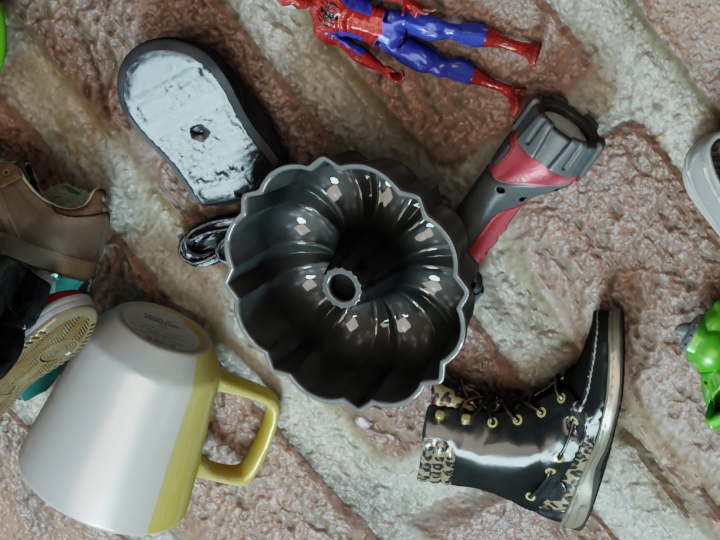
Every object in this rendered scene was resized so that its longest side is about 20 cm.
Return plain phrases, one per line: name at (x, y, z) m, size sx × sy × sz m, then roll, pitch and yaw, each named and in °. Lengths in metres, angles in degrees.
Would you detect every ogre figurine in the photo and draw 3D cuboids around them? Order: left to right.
ogre figurine at (0.318, 0.084, 1.199) m, size 0.119 × 0.098 × 0.201 m, roll -22°, pitch 114°, yaw 13°

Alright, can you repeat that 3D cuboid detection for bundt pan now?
bundt pan at (0.000, 0.000, 1.189) m, size 0.201 × 0.076 × 0.203 m, roll 9°, pitch 115°, yaw 21°

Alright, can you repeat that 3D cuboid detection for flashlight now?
flashlight at (0.107, -0.040, 1.204) m, size 0.068 × 0.068 × 0.200 m, roll 48°, pitch 124°, yaw 24°

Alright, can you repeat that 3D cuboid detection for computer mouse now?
computer mouse at (-0.118, -0.103, 1.229) m, size 0.138 × 0.053 × 0.200 m, roll -19°, pitch 122°, yaw 17°

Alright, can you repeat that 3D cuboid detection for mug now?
mug at (-0.176, 0.111, 1.312) m, size 0.149 × 0.186 × 0.154 m, roll 35°, pitch 112°, yaw 30°

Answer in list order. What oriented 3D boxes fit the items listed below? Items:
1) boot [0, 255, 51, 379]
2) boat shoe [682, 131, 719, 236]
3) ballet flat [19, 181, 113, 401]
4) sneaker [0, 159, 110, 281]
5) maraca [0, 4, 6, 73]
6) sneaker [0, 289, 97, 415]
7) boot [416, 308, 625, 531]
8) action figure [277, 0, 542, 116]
boot at (-0.333, 0.053, 1.195) m, size 0.199 × 0.066 × 0.166 m, roll 17°, pitch 90°, yaw 37°
boat shoe at (0.310, -0.019, 1.134) m, size 0.072 × 0.069 × 0.201 m, roll -31°, pitch 82°, yaw -2°
ballet flat at (-0.260, 0.013, 1.311) m, size 0.071 × 0.072 × 0.201 m, roll 25°, pitch 116°, yaw -1°
sneaker at (-0.288, -0.056, 1.226) m, size 0.199 × 0.070 × 0.076 m, roll 20°, pitch 87°, yaw 4°
maraca at (-0.366, -0.174, 1.205) m, size 0.199 × 0.107 × 0.138 m, roll -2°, pitch 85°, yaw 8°
sneaker at (-0.286, 0.037, 1.241) m, size 0.200 × 0.071 × 0.113 m, roll -37°, pitch 66°, yaw 36°
boot at (0.130, 0.110, 1.267) m, size 0.150 × 0.073 × 0.201 m, roll 12°, pitch 122°, yaw 6°
action figure at (0.031, -0.174, 1.163) m, size 0.199 × 0.052 × 0.066 m, roll 20°, pitch 121°, yaw 4°
